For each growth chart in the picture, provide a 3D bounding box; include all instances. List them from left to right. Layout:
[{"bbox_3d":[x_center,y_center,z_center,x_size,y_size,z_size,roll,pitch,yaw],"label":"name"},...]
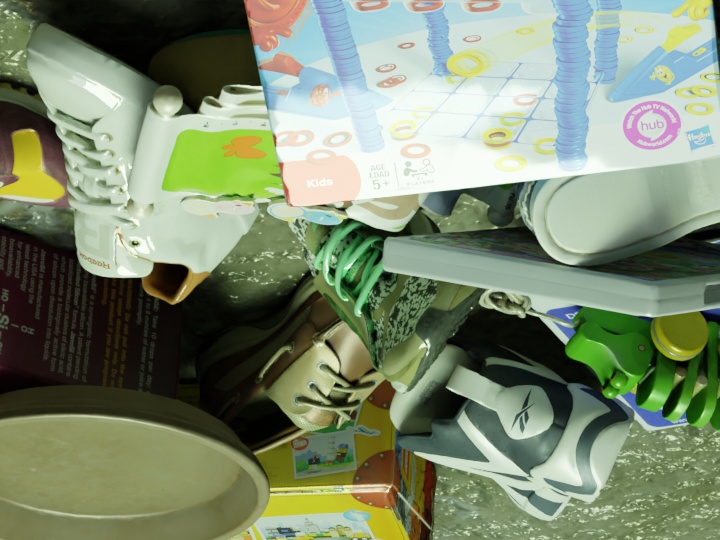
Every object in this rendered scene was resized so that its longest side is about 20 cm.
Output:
[{"bbox_3d":[-0.013,-0.051,1.415,0.200,0.018,0.145,2,155,-1],"label":"growth chart"}]

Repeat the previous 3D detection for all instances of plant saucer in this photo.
[{"bbox_3d":[-0.149,0.111,1.668,0.200,0.030,0.200,0,153,0],"label":"plant saucer"}]

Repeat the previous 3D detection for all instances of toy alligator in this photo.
[{"bbox_3d":[0.153,0.051,1.598,0.200,0.054,0.059,12,150,-15],"label":"toy alligator"}]

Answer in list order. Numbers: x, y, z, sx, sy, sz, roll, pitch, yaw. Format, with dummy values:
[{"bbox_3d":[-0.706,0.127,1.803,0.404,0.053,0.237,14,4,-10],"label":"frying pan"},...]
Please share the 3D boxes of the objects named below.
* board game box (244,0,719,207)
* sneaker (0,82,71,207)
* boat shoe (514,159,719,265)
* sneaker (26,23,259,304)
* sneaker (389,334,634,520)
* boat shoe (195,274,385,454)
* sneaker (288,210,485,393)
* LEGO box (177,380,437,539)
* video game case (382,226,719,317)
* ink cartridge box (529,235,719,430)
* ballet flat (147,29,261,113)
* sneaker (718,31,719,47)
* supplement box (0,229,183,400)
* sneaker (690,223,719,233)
[{"bbox_3d":[0.049,-0.131,1.271,0.200,0.056,0.196,-7,127,7],"label":"board game box"},{"bbox_3d":[-0.221,-0.053,1.491,0.200,0.090,0.075,20,147,-28],"label":"sneaker"},{"bbox_3d":[0.169,-0.052,1.368,0.200,0.062,0.075,-18,116,-1],"label":"boat shoe"},{"bbox_3d":[-0.117,-0.044,1.486,0.073,0.085,0.200,25,165,35],"label":"sneaker"},{"bbox_3d":[0.074,0.084,1.724,0.129,0.080,0.199,27,177,-3],"label":"sneaker"},{"bbox_3d":[-0.020,0.055,1.685,0.076,0.074,0.200,22,146,-31],"label":"boat shoe"},{"bbox_3d":[0.000,0.000,1.510,0.089,0.077,0.200,31,-176,-18],"label":"sneaker"},{"bbox_3d":[-0.064,0.133,1.825,0.200,0.077,0.149,-3,150,10],"label":"LEGO box"},{"bbox_3d":[0.121,-0.002,1.446,0.143,0.018,0.200,10,-172,30],"label":"video game case"},{"bbox_3d":[0.207,0.016,1.629,0.197,0.047,0.200,-11,146,26],"label":"ink cartridge box"},{"bbox_3d":[-0.006,-0.079,1.452,0.200,0.063,0.069,1,151,5],"label":"ballet flat"},{"bbox_3d":[0.099,-0.102,1.390,0.200,0.075,0.088,6,151,-7],"label":"sneaker"},{"bbox_3d":[-0.211,0.039,1.660,0.200,0.086,0.110,19,147,-28],"label":"supplement box"},{"bbox_3d":[0.237,-0.037,1.467,0.200,0.078,0.140,-23,128,40],"label":"sneaker"}]
